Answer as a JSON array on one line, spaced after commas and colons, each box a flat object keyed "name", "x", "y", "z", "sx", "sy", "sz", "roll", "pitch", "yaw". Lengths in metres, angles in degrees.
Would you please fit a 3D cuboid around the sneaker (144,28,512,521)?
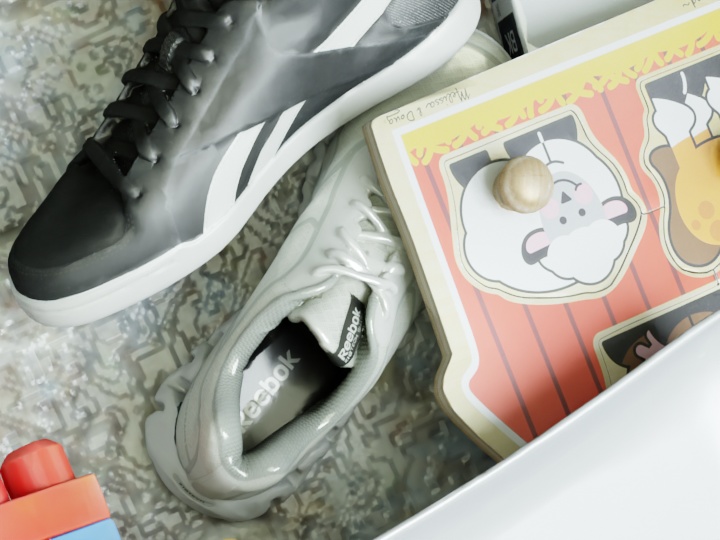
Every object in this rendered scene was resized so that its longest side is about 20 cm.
[{"name": "sneaker", "x": 0.000, "y": 0.000, "z": 0.953, "sx": 0.075, "sy": 0.081, "sz": 0.201, "roll": 32, "pitch": 80, "yaw": -4}]

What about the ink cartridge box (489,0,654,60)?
[{"name": "ink cartridge box", "x": 0.112, "y": -0.055, "z": 0.997, "sx": 0.099, "sy": 0.039, "sz": 0.201, "roll": -14, "pitch": 87, "yaw": -11}]

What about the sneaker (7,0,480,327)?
[{"name": "sneaker", "x": -0.060, "y": -0.080, "z": 0.927, "sx": 0.200, "sy": 0.073, "sz": 0.112, "roll": -39, "pitch": 128, "yaw": -12}]

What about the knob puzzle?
[{"name": "knob puzzle", "x": 0.115, "y": 0.009, "z": 0.944, "sx": 0.218, "sy": 0.030, "sz": 0.221, "roll": 3, "pitch": 81, "yaw": -21}]

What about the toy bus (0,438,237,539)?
[{"name": "toy bus", "x": -0.109, "y": 0.160, "z": 0.870, "sx": 0.199, "sy": 0.136, "sz": 0.193, "roll": -22, "pitch": 84, "yaw": -41}]

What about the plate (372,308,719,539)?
[{"name": "plate", "x": 0.088, "y": 0.139, "z": 0.901, "sx": 0.199, "sy": 0.032, "sz": 0.201, "roll": -31, "pitch": 109, "yaw": -22}]
